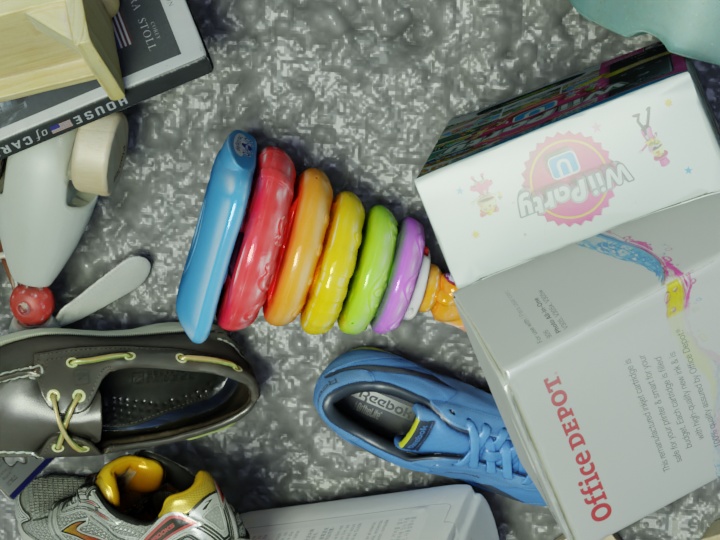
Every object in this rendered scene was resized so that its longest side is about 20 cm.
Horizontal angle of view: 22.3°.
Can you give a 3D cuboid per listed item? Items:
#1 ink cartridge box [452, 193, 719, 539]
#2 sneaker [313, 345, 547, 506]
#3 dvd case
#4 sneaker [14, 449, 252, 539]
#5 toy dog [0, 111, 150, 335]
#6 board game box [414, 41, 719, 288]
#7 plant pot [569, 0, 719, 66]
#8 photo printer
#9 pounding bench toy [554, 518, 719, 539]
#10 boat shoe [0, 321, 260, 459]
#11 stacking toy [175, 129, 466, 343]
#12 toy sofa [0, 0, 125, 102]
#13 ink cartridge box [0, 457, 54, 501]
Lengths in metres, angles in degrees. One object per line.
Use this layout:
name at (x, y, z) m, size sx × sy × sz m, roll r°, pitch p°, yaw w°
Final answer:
ink cartridge box at (0.168, 0.039, 0.996) m, size 0.199 × 0.088 × 0.146 m, roll -29°, pitch 127°, yaw -4°
sneaker at (0.066, 0.102, 1.084) m, size 0.198 × 0.078 × 0.067 m, roll 18°, pitch 103°, yaw 3°
dvd case at (-0.200, -0.140, 1.040) m, size 0.198 × 0.025 × 0.151 m, roll -23°, pitch 68°, yaw -1°
sneaker at (-0.138, 0.140, 1.091) m, size 0.199 × 0.078 × 0.083 m, roll 2°, pitch 120°, yaw 43°
toy dog at (-0.187, -0.029, 1.102) m, size 0.131 × 0.096 × 0.201 m, roll 30°, pitch 120°, yaw -1°
board game box at (0.116, -0.064, 0.975) m, size 0.146 × 0.200 × 0.065 m, roll -21°, pitch 100°, yaw 12°
plant pot at (0.201, -0.215, 0.939) m, size 0.198 × 0.200 × 0.198 m, roll 14°, pitch 110°, yaw 6°
photo printer at (-0.031, 0.200, 1.066) m, size 0.198 × 0.167 × 0.070 m, roll -11°, pitch 114°, yaw 22°
pounding bench toy at (0.152, 0.227, 1.056) m, size 0.199 × 0.156 × 0.125 m, roll -37°, pitch 95°, yaw 14°
boat shoe at (-0.157, 0.073, 1.070) m, size 0.199 × 0.061 × 0.072 m, roll -10°, pitch 115°, yaw -23°
stacking toy at (0.000, 0.000, 1.068) m, size 0.198 × 0.116 × 0.111 m, roll 16°, pitch 107°, yaw -7°
toy sofa at (-0.231, -0.128, 0.981) m, size 0.198 × 0.083 × 0.098 m, roll -13°, pitch 72°, yaw 3°
ink cartridge box at (-0.276, 0.063, 1.119) m, size 0.200 × 0.095 × 0.037 m, roll 44°, pitch 105°, yaw -2°
